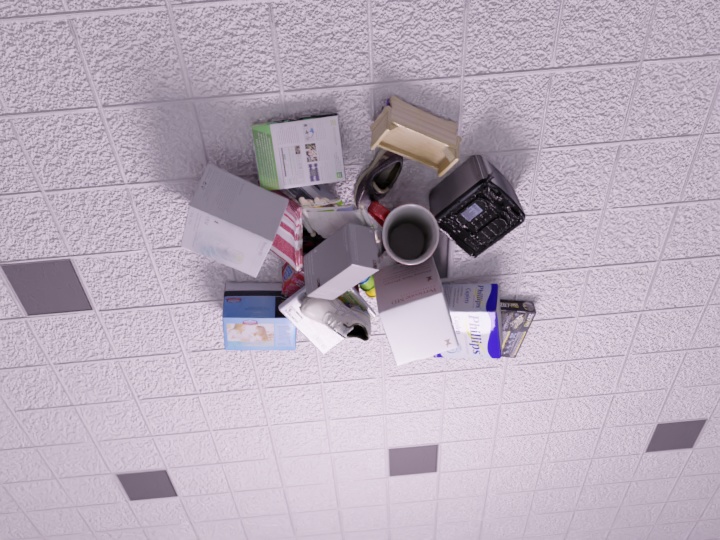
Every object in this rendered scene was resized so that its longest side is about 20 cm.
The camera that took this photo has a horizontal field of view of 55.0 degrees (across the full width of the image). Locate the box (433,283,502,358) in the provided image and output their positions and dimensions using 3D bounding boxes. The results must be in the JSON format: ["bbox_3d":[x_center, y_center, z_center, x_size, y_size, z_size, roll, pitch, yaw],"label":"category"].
[{"bbox_3d":[0.288,0.141,1.905,0.195,0.106,0.187,-2,131,16],"label":"box"}]

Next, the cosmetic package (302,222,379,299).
[{"bbox_3d":[-0.047,-0.018,1.599,0.088,0.109,0.199,8,151,-32],"label":"cosmetic package"}]

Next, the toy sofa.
[{"bbox_3d":[0.123,-0.298,1.540,0.196,0.100,0.083,17,150,-22],"label":"toy sofa"}]

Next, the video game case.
[{"bbox_3d":[-0.083,0.104,1.774,0.180,0.022,0.201,-36,123,8],"label":"video game case"}]

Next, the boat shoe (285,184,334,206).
[{"bbox_3d":[-0.117,-0.167,1.636,0.067,0.073,0.200,-33,125,23],"label":"boat shoe"}]

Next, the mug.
[{"bbox_3d":[0.107,-0.097,1.649,0.131,0.181,0.200,-25,176,1],"label":"mug"}]

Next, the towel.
[{"bbox_3d":[-0.193,-0.104,1.660,0.023,0.143,0.203,-34,145,-33],"label":"towel"}]

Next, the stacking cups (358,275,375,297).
[{"bbox_3d":[0.000,0.000,1.783,0.059,0.062,0.200,-20,145,14],"label":"stacking cups"}]

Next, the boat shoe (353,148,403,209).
[{"bbox_3d":[0.042,-0.206,1.620,0.070,0.066,0.201,17,130,-23],"label":"boat shoe"}]

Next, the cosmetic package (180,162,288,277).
[{"bbox_3d":[-0.290,-0.107,1.575,0.196,0.125,0.200,22,151,-10],"label":"cosmetic package"}]

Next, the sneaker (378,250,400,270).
[{"bbox_3d":[0.132,0.004,1.822,0.197,0.079,0.100,26,123,-28],"label":"sneaker"}]

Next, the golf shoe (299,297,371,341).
[{"bbox_3d":[-0.056,0.120,1.721,0.196,0.098,0.079,15,118,-21],"label":"golf shoe"}]

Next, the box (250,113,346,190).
[{"bbox_3d":[-0.136,-0.262,1.535,0.194,0.036,0.148,-7,108,-1],"label":"box"}]

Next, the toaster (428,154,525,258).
[{"bbox_3d":[0.282,-0.156,1.655,0.179,0.120,0.199,33,122,-32],"label":"toaster"}]

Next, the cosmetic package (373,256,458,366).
[{"bbox_3d":[0.135,0.094,1.722,0.163,0.201,0.169,-17,118,6],"label":"cosmetic package"}]

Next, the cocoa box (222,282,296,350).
[{"bbox_3d":[-0.267,0.124,1.853,0.194,0.133,0.135,1,134,-6],"label":"cocoa box"}]

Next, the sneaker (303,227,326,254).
[{"bbox_3d":[-0.087,-0.071,1.721,0.195,0.085,0.078,-13,134,7],"label":"sneaker"}]

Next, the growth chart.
[{"bbox_3d":[-0.061,-0.119,1.600,0.195,0.018,0.146,5,142,23],"label":"growth chart"}]

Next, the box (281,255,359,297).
[{"bbox_3d":[-0.103,0.037,1.809,0.197,0.101,0.095,28,124,-29],"label":"box"}]

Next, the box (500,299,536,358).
[{"bbox_3d":[0.408,0.172,2.024,0.157,0.050,0.203,5,132,-7],"label":"box"}]
